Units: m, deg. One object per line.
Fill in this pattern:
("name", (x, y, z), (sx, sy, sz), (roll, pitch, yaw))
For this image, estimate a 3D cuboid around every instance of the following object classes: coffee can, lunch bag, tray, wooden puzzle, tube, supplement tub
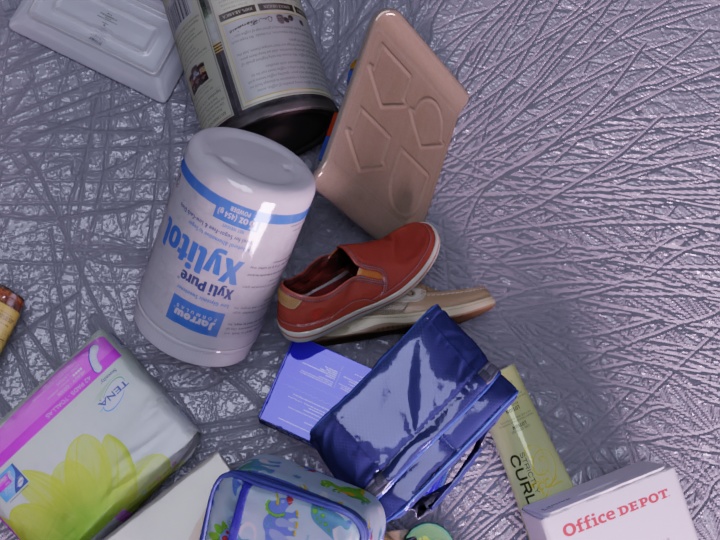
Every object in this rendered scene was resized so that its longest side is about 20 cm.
("coffee can", (-0.118, -0.228, 1.203), (0.144, 0.147, 0.203), (-16, 78, -8))
("lunch bag", (0.049, 0.150, 1.083), (0.132, 0.136, 0.200), (44, 80, 7))
("tray", (-0.281, -0.275, 1.266), (0.198, 0.022, 0.109), (26, 76, 2))
("wooden puzzle", (0.027, -0.142, 1.199), (0.046, 0.185, 0.202), (12, 73, 39))
("tube", (0.177, 0.197, 1.174), (0.058, 0.052, 0.202), (-26, 84, 34))
("supplement tub", (-0.133, -0.023, 1.112), (0.130, 0.132, 0.202), (24, 115, 2))
("lunch bag", (-0.074, 0.276, 1.015), (0.159, 0.082, 0.203), (19, 101, 15))

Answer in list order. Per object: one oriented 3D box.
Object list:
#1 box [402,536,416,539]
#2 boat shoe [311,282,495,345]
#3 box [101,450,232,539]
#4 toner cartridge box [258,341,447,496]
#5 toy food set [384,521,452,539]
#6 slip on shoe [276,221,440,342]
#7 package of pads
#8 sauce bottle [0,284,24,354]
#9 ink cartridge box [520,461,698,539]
("box", (-0.017, 0.358, 1.071), (0.197, 0.049, 0.162), (-20, 82, 14))
("boat shoe", (0.041, 0.032, 1.190), (0.197, 0.071, 0.066), (-8, 77, -5))
("box", (-0.193, 0.269, 1.102), (0.199, 0.095, 0.078), (-38, 82, -11))
("toner cartridge box", (0.003, 0.152, 1.172), (0.198, 0.043, 0.096), (25, 77, 2))
("toy food set", (0.047, 0.351, 1.123), (0.195, 0.049, 0.203), (1, 76, -5))
("slip on shoe", (0.000, 0.000, 1.146), (0.198, 0.062, 0.074), (-29, 41, -24))
("package of pads", (-0.272, 0.180, 1.129), (0.154, 0.068, 0.200), (44, 77, 7))
("sauce bottle", (-0.406, 0.105, 1.140), (0.065, 0.066, 0.202), (24, 77, 2))
("ink cartridge box", (0.260, 0.305, 1.118), (0.143, 0.084, 0.203), (-19, 89, -9))
